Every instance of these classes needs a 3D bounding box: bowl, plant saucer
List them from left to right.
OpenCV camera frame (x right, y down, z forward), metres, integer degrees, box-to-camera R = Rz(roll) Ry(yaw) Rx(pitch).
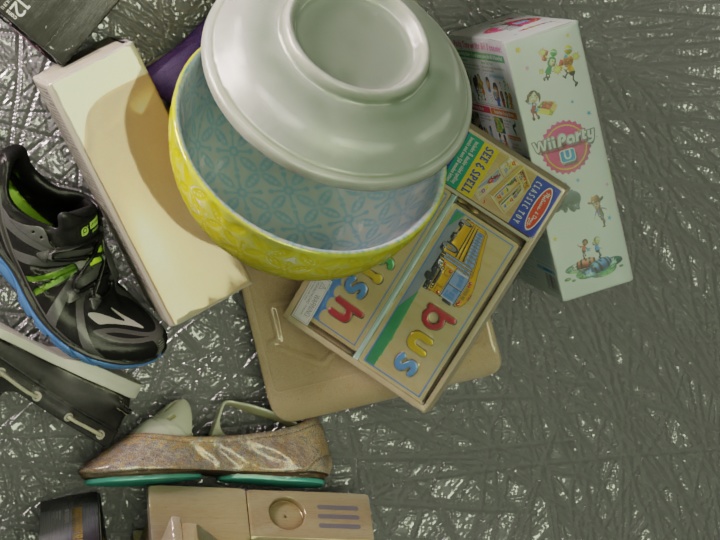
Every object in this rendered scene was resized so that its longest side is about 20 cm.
[{"bbox_3d":[-0.049,-0.065,1.408,0.200,0.108,0.200,11,53,-15],"label":"bowl"},{"bbox_3d":[-0.009,-0.148,1.384,0.200,0.050,0.200,11,53,-15],"label":"plant saucer"}]

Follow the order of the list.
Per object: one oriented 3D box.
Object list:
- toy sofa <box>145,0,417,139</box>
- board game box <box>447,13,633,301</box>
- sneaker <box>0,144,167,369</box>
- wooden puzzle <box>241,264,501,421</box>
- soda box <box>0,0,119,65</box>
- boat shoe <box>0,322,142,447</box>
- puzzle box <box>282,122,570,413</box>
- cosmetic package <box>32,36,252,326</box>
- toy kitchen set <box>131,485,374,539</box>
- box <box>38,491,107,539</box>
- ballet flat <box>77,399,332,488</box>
[{"bbox_3d":[-0.064,-0.171,1.495,0.200,0.083,0.098,-44,108,-5],"label":"toy sofa"},{"bbox_3d":[0.136,-0.090,1.529,0.064,0.148,0.200,-18,103,-11],"label":"board game box"},{"bbox_3d":[-0.214,-0.008,1.465,0.083,0.071,0.200,-35,100,34],"label":"sneaker"},{"bbox_3d":[0.000,0.000,1.521,0.185,0.046,0.200,-14,93,17],"label":"wooden puzzle"},{"bbox_3d":[-0.182,-0.247,1.461,0.071,0.063,0.200,41,87,-18],"label":"soda box"},{"bbox_3d":[-0.262,0.072,1.486,0.200,0.074,0.060,25,89,-24],"label":"boat shoe"},{"bbox_3d":[0.047,-0.012,1.469,0.133,0.025,0.200,33,104,9],"label":"puzzle box"},{"bbox_3d":[-0.161,-0.067,1.474,0.071,0.105,0.200,-29,106,-10],"label":"cosmetic package"},{"bbox_3d":[-0.067,0.244,1.467,0.180,0.163,0.200,4,52,-16],"label":"toy kitchen set"},{"bbox_3d":[-0.201,0.283,1.486,0.048,0.158,0.200,-8,100,-6],"label":"box"},{"bbox_3d":[-0.120,0.134,1.544,0.200,0.068,0.067,3,78,-21],"label":"ballet flat"}]
